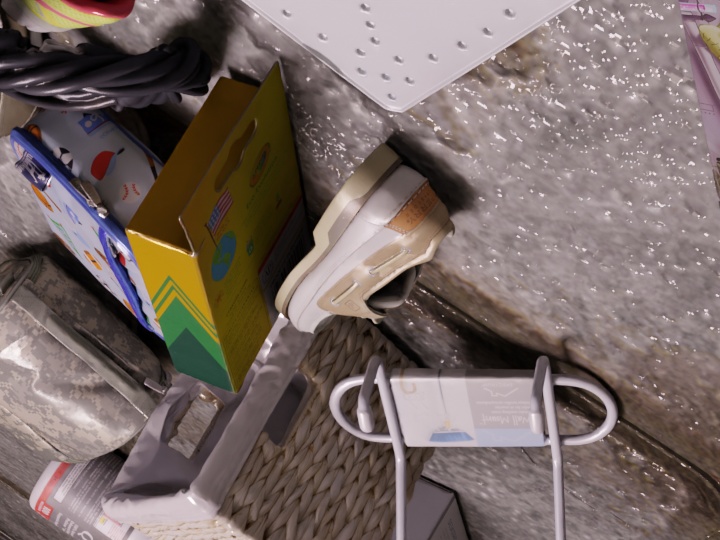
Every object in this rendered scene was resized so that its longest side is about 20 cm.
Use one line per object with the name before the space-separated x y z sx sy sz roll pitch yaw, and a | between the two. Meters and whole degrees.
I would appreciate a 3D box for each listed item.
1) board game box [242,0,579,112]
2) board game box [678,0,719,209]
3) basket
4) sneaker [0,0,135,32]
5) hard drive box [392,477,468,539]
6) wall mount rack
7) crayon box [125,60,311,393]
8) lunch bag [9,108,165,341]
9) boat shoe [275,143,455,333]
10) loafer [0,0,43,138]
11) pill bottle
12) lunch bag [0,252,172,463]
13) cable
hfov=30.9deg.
board game box | -0.006 -0.167 0.575 0.199 0.026 0.199 35 153 -18
board game box | 0.193 -0.076 0.526 0.119 0.032 0.201 11 145 33
basket | -0.061 0.137 0.995 0.160 0.199 0.200 38 153 -16
sneaker | -0.187 -0.207 0.715 0.090 0.079 0.200 17 159 33
hard drive box | 0.018 0.302 1.163 0.076 0.201 0.157 20 150 28
wall mount rack | 0.073 0.135 0.877 0.197 0.075 0.175 -1 128 17
crayon box | -0.085 -0.028 0.822 0.050 0.128 0.201 19 149 15
lunch bag | -0.168 -0.033 0.935 0.160 0.075 0.200 44 165 18
boat shoe | 0.000 0.000 0.827 0.068 0.075 0.200 39 153 4
loafer | -0.257 -0.156 0.880 0.075 0.070 0.201 25 152 20
pill bottle | -0.310 0.307 1.660 0.199 0.116 0.116 34 154 2
lunch bag | -0.286 0.085 1.235 0.200 0.140 0.167 44 153 -20
cable | -0.168 -0.123 0.781 0.161 0.052 0.200 -2 -176 1
